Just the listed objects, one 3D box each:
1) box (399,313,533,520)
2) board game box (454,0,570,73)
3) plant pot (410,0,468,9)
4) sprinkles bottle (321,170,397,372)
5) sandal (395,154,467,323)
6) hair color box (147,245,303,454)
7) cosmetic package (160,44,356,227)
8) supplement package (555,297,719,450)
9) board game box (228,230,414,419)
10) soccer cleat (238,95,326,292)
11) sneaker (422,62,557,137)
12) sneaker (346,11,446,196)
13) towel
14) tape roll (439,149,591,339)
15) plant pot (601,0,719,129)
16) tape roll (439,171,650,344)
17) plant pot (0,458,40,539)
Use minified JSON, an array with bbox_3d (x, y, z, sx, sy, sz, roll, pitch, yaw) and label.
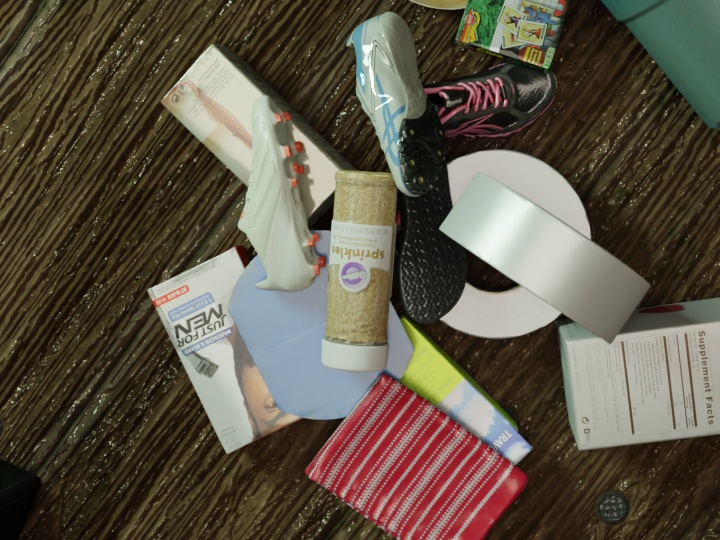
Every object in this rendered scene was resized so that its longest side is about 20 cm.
[{"bbox_3d":[0.077,0.158,1.353,0.200,0.048,0.122,45,97,2],"label":"box"},{"bbox_3d":[0.178,-0.318,1.298,0.105,0.023,0.200,17,89,6],"label":"board game box"},{"bbox_3d":[0.098,-0.380,1.334,0.200,0.027,0.200,0,93,6],"label":"plant pot"},{"bbox_3d":[0.000,0.000,1.253,0.068,0.068,0.200,4,96,5],"label":"sprinkles bottle"},{"bbox_3d":[0.065,-0.043,1.282,0.075,0.045,0.200,0,79,-20],"label":"sandal"},{"bbox_3d":[-0.138,0.085,1.362,0.111,0.064,0.200,-26,92,5],"label":"hair color box"},{"bbox_3d":[-0.105,-0.141,1.327,0.200,0.103,0.087,44,98,3],"label":"cosmetic package"},{"bbox_3d":[0.314,0.104,1.290,0.200,0.121,0.120,-8,98,5],"label":"supplement package"},{"bbox_3d":[-0.042,0.057,1.316,0.158,0.039,0.200,-27,94,4],"label":"board game box"},{"bbox_3d":[-0.092,-0.074,1.249,0.077,0.069,0.200,-10,98,13],"label":"soccer cleat"},{"bbox_3d":[0.112,-0.176,1.310,0.200,0.095,0.079,-14,89,5],"label":"sneaker"},{"bbox_3d":[0.033,-0.162,1.248,0.072,0.072,0.200,-28,65,39],"label":"sneaker"},{"bbox_3d":[0.061,0.218,1.311,0.200,0.022,0.145,36,100,-9],"label":"towel"},{"bbox_3d":[0.145,-0.029,1.329,0.200,0.066,0.201,0,94,5],"label":"tape roll"},{"bbox_3d":[0.362,-0.262,1.243,0.200,0.200,0.196,-34,97,6],"label":"plant pot"},{"bbox_3d":[0.178,-0.012,1.194,0.202,0.202,0.071,34,94,3],"label":"tape roll"},{"bbox_3d":[-0.499,0.293,1.348,0.199,0.177,0.200,23,94,3],"label":"plant pot"}]
